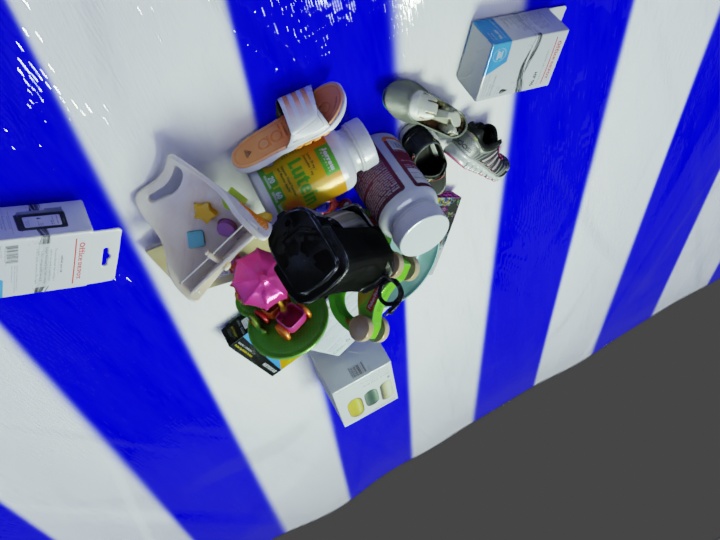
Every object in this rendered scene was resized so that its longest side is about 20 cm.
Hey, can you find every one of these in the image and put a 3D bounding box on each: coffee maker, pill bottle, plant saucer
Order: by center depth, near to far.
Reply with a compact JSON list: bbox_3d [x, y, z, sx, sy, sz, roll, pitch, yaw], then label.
[{"bbox_3d":[-0.029,-0.016,1.237,0.136,0.191,0.200,-61,163,17],"label":"coffee maker"},{"bbox_3d":[-0.075,-0.163,1.261,0.198,0.112,0.111,-29,149,-6],"label":"pill bottle"},{"bbox_3d":[0.062,-0.129,1.342,0.113,0.201,0.115,-22,147,-15],"label":"pill bottle"},{"bbox_3d":[0.067,-0.022,1.509,0.198,0.036,0.202,-25,135,-27],"label":"plant saucer"}]

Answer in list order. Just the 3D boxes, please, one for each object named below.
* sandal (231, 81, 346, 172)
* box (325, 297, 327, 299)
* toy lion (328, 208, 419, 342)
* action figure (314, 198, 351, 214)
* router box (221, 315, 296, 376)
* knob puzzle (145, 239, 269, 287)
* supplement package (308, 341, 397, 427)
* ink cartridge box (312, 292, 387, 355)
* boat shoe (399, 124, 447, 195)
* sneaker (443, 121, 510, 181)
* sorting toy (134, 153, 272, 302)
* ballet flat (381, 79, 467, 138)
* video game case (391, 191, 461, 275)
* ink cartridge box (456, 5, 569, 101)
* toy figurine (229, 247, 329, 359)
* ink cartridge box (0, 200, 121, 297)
[{"bbox_3d":[-0.113,-0.219,1.180,0.205,0.080,0.059,-33,151,5],"label":"sandal"},{"bbox_3d":[-0.059,0.001,1.559,0.199,0.049,0.159,10,130,-48],"label":"box"},{"bbox_3d":[0.000,0.000,1.401,0.068,0.191,0.202,7,113,-50],"label":"toy lion"},{"bbox_3d":[-0.105,-0.091,1.398,0.198,0.052,0.066,-23,143,-19],"label":"action figure"},{"bbox_3d":[-0.177,0.131,1.630,0.148,0.051,0.200,-36,148,3],"label":"router box"},{"bbox_3d":[-0.241,-0.035,1.344,0.216,0.031,0.220,-12,152,-6],"label":"knob puzzle"},{"bbox_3d":[-0.018,0.230,1.812,0.150,0.151,0.201,-27,148,-9],"label":"supplement package"},{"bbox_3d":[-0.046,0.089,1.605,0.200,0.041,0.199,-45,148,18],"label":"ink cartridge box"},{"bbox_3d":[0.123,-0.190,1.448,0.073,0.063,0.202,-35,150,-1],"label":"boat shoe"},{"bbox_3d":[0.239,-0.229,1.482,0.199,0.074,0.088,8,125,-51],"label":"sneaker"},{"bbox_3d":[-0.245,-0.082,1.183,0.180,0.107,0.199,42,128,-15],"label":"sorting toy"},{"bbox_3d":[0.116,-0.271,1.318,0.199,0.063,0.068,11,94,-51],"label":"ballet flat"},{"bbox_3d":[0.098,-0.070,1.560,0.198,0.036,0.183,-6,124,-42],"label":"video game case"},{"bbox_3d":[0.272,-0.368,1.326,0.198,0.068,0.117,-18,146,-23],"label":"ink cartridge box"},{"bbox_3d":[-0.163,0.027,1.313,0.150,0.199,0.185,-46,147,-17],"label":"toy figurine"},{"bbox_3d":[-0.456,-0.032,1.130,0.198,0.068,0.117,-9,142,-33],"label":"ink cartridge box"}]
